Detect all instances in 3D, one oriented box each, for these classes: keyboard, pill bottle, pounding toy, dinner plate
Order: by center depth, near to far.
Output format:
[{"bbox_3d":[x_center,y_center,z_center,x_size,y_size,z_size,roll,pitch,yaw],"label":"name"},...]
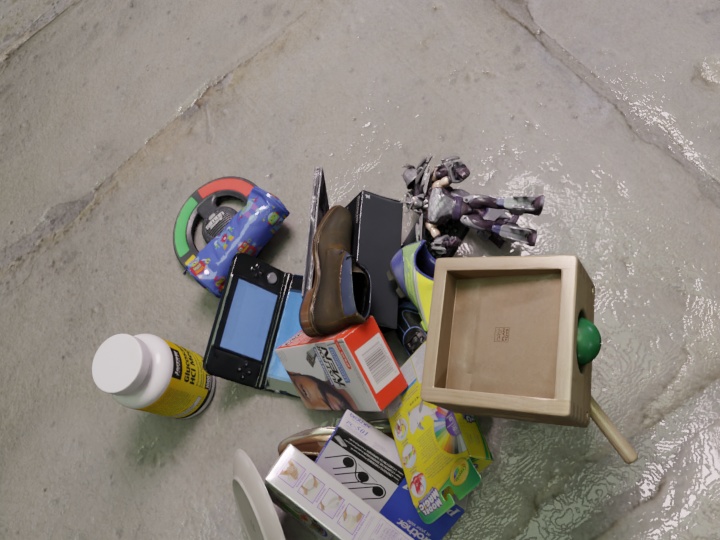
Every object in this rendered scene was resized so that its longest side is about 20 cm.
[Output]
[{"bbox_3d":[0.187,0.095,0.657,0.197,0.142,0.187,-1,72,31],"label":"pounding toy"},{"bbox_3d":[-0.143,0.349,0.844,0.024,0.201,0.201,-19,61,-26],"label":"dinner plate"},{"bbox_3d":[0.107,0.008,0.930,0.126,0.021,0.202,35,112,13],"label":"keyboard"},{"bbox_3d":[-0.321,0.165,0.954,0.110,0.200,0.114,-5,69,14],"label":"pill bottle"}]

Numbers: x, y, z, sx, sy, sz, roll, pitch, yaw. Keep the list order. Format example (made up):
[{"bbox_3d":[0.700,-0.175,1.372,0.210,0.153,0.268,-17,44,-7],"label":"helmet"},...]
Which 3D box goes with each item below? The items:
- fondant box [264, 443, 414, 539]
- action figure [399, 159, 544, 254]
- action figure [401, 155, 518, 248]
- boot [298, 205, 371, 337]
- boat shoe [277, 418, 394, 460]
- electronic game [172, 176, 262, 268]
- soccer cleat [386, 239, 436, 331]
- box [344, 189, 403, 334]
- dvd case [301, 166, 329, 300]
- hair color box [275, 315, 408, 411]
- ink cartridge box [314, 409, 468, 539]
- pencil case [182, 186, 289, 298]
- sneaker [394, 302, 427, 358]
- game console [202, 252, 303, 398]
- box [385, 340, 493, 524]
[{"bbox_3d":[-0.035,0.328,0.810,0.198,0.145,0.058,34,62,9],"label":"fondant box"},{"bbox_3d":[0.152,-0.086,0.855,0.196,0.069,0.133,9,101,10],"label":"action figure"},{"bbox_3d":[0.147,-0.110,0.948,0.198,0.130,0.070,33,69,9],"label":"action figure"},{"bbox_3d":[-0.017,-0.006,0.836,0.096,0.074,0.203,-11,59,39],"label":"boot"},{"bbox_3d":[-0.030,0.268,0.899,0.197,0.076,0.073,-12,70,14],"label":"boat shoe"},{"bbox_3d":[-0.254,-0.080,1.110,0.196,0.042,0.204,-6,69,15],"label":"electronic game"},{"bbox_3d":[0.119,0.048,0.849,0.083,0.065,0.201,-38,88,32],"label":"soccer cleat"},{"bbox_3d":[0.000,0.000,0.943,0.078,0.141,0.204,11,70,-19],"label":"box"},{"bbox_3d":[-0.067,-0.036,0.939,0.016,0.149,0.204,4,72,2],"label":"dvd case"},{"bbox_3d":[-0.033,0.138,0.867,0.064,0.199,0.112,-33,98,-33],"label":"hair color box"},{"bbox_3d":[0.039,0.287,0.829,0.198,0.044,0.095,33,116,4],"label":"ink cartridge box"},{"bbox_3d":[-0.209,-0.050,1.032,0.201,0.078,0.087,-51,45,-5],"label":"pencil case"},{"bbox_3d":[0.108,0.127,0.888,0.200,0.077,0.071,46,115,20],"label":"sneaker"},{"bbox_3d":[-0.133,0.089,0.975,0.117,0.170,0.203,-4,67,44],"label":"game console"},{"bbox_3d":[0.096,0.206,0.779,0.118,0.048,0.202,-51,35,31],"label":"box"}]
